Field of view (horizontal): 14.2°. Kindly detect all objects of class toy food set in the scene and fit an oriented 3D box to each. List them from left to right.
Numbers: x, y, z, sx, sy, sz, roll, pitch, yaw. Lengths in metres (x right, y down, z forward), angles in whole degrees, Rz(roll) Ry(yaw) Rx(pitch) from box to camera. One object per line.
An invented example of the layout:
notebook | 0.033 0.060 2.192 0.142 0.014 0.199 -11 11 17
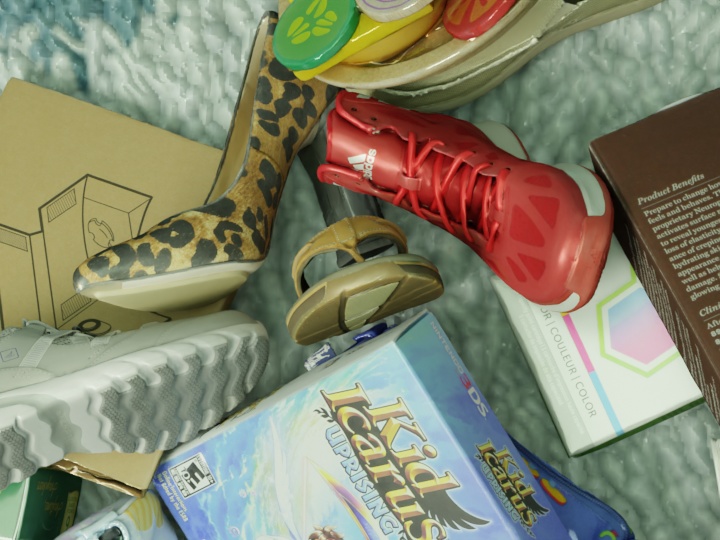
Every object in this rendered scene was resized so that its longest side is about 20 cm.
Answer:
toy food set | 0.036 -0.177 1.481 0.200 0.049 0.198 -27 44 22

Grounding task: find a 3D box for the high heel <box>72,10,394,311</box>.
high heel | -0.084 -0.057 1.488 0.071 0.200 0.143 -31 76 50

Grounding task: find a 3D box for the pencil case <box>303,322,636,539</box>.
pencil case | 0.054 0.109 1.499 0.200 0.078 0.087 41 116 7

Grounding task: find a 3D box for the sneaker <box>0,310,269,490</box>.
sneaker | -0.143 0.048 1.446 0.200 0.075 0.082 -14 51 -18

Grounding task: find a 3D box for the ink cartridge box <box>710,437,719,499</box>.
ink cartridge box | 0.280 0.113 1.432 0.200 0.146 0.083 -8 84 8

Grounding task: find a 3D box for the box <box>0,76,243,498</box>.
box | -0.150 0.006 1.521 0.163 0.021 0.200 19 63 8

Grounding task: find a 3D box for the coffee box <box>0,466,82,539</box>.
coffee box | -0.256 0.105 1.525 0.200 0.123 0.044 11 86 10

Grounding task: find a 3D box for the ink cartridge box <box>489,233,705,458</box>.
ink cartridge box | 0.179 0.010 1.496 0.200 0.059 0.104 -25 82 6

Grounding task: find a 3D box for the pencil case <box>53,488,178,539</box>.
pencil case | -0.094 0.211 1.498 0.083 0.091 0.200 -34 94 -34

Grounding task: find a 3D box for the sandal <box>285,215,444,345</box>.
sandal | 0.000 0.000 1.450 0.080 0.200 0.054 -21 89 5

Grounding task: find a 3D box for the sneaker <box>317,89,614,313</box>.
sneaker | 0.041 -0.035 1.439 0.115 0.200 0.078 11 99 -22

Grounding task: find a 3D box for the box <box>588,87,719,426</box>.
box | 0.195 0.008 1.383 0.100 0.075 0.200 -22 54 -3

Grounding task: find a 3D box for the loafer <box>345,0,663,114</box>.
loafer | 0.077 -0.148 1.509 0.200 0.068 0.076 -27 66 2

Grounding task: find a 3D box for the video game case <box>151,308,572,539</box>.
video game case | 0.012 0.145 1.462 0.181 0.045 0.200 -29 95 34
